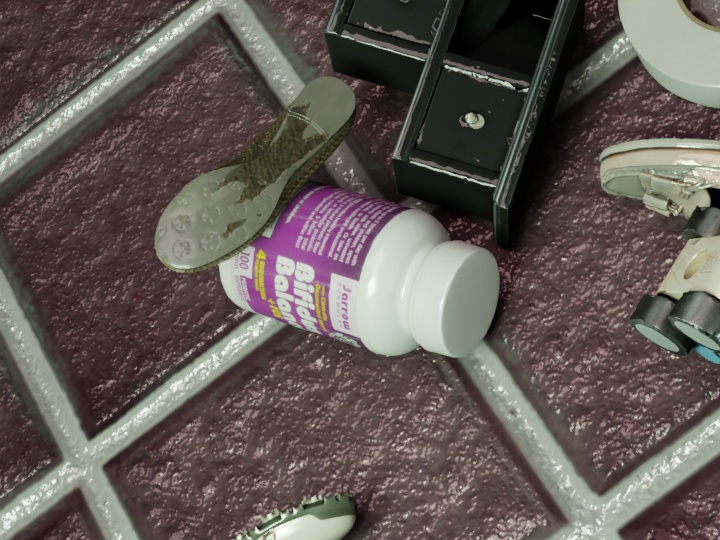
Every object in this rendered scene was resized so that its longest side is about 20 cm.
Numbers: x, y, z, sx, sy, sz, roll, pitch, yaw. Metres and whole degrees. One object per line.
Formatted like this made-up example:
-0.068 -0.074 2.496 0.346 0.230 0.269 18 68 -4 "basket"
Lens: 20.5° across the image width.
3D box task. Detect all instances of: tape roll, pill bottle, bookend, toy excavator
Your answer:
0.294 -0.217 1.511 0.202 0.037 0.204 -11 60 20 "tape roll"
0.000 0.000 1.499 0.199 0.112 0.113 16 73 32 "pill bottle"
0.050 -0.149 1.522 0.199 0.092 0.200 18 74 10 "bookend"
0.310 0.044 1.338 0.100 0.200 0.194 -59 12 -10 "toy excavator"

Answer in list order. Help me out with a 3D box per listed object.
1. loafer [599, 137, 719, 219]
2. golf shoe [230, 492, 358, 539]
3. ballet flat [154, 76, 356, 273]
0.264 -0.056 1.428 0.199 0.072 0.063 2 73 24 "loafer"
-0.074 0.236 1.452 0.200 0.077 0.088 -35 75 9 "golf shoe"
-0.076 -0.067 1.484 0.067 0.046 0.200 39 69 9 "ballet flat"
